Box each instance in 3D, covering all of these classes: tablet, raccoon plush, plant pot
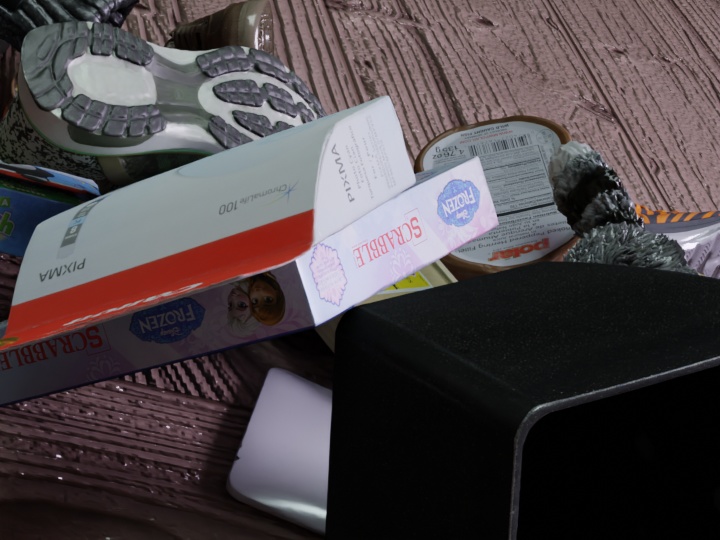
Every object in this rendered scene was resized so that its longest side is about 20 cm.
[{"bbox_3d":[0.033,0.118,1.074,0.199,0.014,0.130,22,27,-2],"label":"tablet"},{"bbox_3d":[0.112,0.027,1.178,0.133,0.097,0.200,-21,40,-10],"label":"raccoon plush"},{"bbox_3d":[0.087,0.097,0.943,0.198,0.202,0.177,-13,29,-33],"label":"plant pot"}]

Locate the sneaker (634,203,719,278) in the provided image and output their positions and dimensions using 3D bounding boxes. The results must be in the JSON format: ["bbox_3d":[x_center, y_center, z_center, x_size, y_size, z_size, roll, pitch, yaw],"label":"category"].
[{"bbox_3d":[0.197,-0.032,1.414,0.199,0.078,0.112,-2,37,-41],"label":"sneaker"}]

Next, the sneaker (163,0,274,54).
[{"bbox_3d":[-0.092,-0.132,1.334,0.075,0.071,0.200,-3,-1,-1],"label":"sneaker"}]

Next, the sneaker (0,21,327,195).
[{"bbox_3d":[-0.098,-0.068,1.037,0.199,0.088,0.078,14,59,-34],"label":"sneaker"}]

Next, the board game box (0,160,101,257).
[{"bbox_3d":[-0.212,-0.047,1.084,0.150,0.037,0.200,14,7,-19],"label":"board game box"}]

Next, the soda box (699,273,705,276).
[{"bbox_3d":[0.218,0.080,1.237,0.067,0.064,0.200,23,27,-5],"label":"soda box"}]

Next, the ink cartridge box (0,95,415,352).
[{"bbox_3d":[-0.082,-0.017,0.887,0.159,0.048,0.200,-16,6,24],"label":"ink cartridge box"}]

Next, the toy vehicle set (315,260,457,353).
[{"bbox_3d":[0.000,0.000,1.195,0.124,0.027,0.200,-2,46,-54],"label":"toy vehicle set"}]

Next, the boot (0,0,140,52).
[{"bbox_3d":[-0.199,-0.220,1.299,0.157,0.080,0.212,26,54,-1],"label":"boot"}]

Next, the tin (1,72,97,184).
[{"bbox_3d":[-0.124,-0.074,1.275,0.198,0.042,0.112,14,32,-19],"label":"tin"}]

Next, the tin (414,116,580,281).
[{"bbox_3d":[0.092,-0.039,1.322,0.111,0.042,0.201,-15,32,4],"label":"tin"}]

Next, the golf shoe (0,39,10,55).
[{"bbox_3d":[-0.235,-0.172,1.350,0.199,0.078,0.098,-3,53,-33],"label":"golf shoe"}]

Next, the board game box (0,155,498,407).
[{"bbox_3d":[-0.059,0.004,1.038,0.199,0.041,0.199,-14,7,32],"label":"board game box"}]
